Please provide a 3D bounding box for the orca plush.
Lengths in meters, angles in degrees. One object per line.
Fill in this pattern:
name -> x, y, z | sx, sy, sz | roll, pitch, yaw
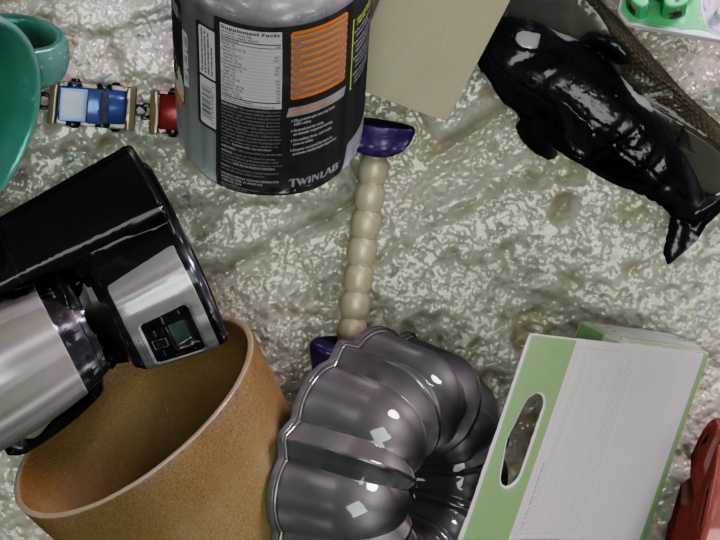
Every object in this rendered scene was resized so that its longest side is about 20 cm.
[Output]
orca plush -> 0.147, -0.081, 1.240 | 0.105, 0.071, 0.200 | -28, 106, 38

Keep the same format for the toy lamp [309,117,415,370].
toy lamp -> 0.000, 0.000, 1.275 | 0.058, 0.058, 0.202 | 6, 101, -4

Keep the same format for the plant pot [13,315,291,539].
plant pot -> -0.098, 0.166, 1.255 | 0.186, 0.187, 0.201 | -32, 115, 3

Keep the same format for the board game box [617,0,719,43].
board game box -> 0.264, -0.222, 1.091 | 0.198, 0.026, 0.202 | 11, 76, 7

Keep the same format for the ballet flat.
ballet flat -> 0.178, -0.130, 1.270 | 0.200, 0.046, 0.067 | 42, 129, -4

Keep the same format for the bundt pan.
bundt pan -> 0.031, 0.141, 1.231 | 0.075, 0.201, 0.204 | 9, 103, 36

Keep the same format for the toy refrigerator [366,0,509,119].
toy refrigerator -> 0.057, -0.189, 1.180 | 0.075, 0.070, 0.200 | 19, 144, -5

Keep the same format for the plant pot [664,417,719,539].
plant pot -> 0.310, 0.197, 1.268 | 0.194, 0.201, 0.203 | 15, 100, 3

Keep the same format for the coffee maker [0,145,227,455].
coffee maker -> -0.209, 0.007, 1.218 | 0.199, 0.135, 0.193 | -28, 76, -9

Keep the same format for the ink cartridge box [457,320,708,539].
ink cartridge box -> 0.138, 0.107, 1.250 | 0.199, 0.048, 0.147 | 9, 103, -44

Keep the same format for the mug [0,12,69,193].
mug -> -0.284, -0.108, 1.183 | 0.114, 0.185, 0.153 | 28, 98, 25

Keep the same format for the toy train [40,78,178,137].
toy train -> -0.116, -0.104, 1.256 | 0.198, 0.046, 0.034 | 4, 100, -3

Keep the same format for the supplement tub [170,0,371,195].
supplement tub -> -0.054, -0.151, 1.143 | 0.121, 0.123, 0.201 | 1, 140, -3
